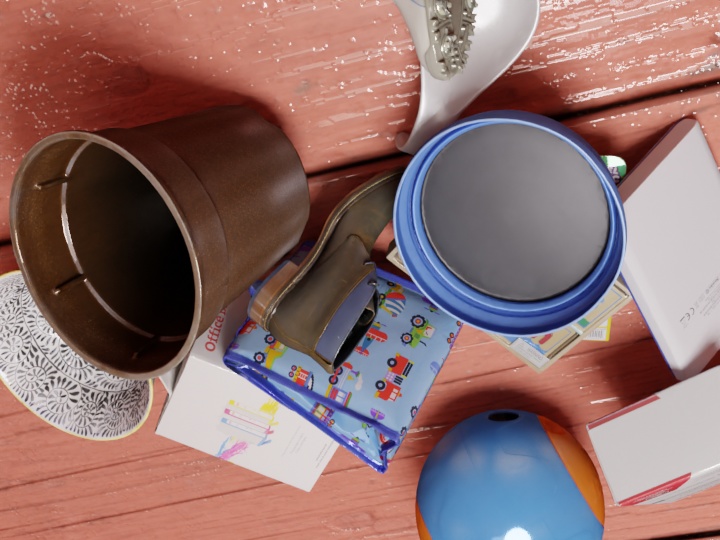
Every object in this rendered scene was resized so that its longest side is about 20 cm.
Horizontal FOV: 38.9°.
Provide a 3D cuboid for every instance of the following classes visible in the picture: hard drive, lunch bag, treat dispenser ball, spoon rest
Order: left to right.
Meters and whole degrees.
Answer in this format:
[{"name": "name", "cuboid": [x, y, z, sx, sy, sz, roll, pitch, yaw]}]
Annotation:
[{"name": "lunch bag", "cuboid": [-0.022, 0.064, 0.952, 0.198, 0.152, 0.095, 30, 151, 7]}, {"name": "spoon rest", "cuboid": [0.081, -0.174, 0.858, 0.098, 0.061, 0.202, 19, 126, -6]}, {"name": "treat dispenser ball", "cuboid": [0.154, 0.248, 1.061, 0.196, 0.202, 0.204, 3, 126, 4]}, {"name": "hard drive", "cuboid": [0.295, -0.015, 0.925, 0.132, 0.025, 0.201, -44, 119, -16]}]

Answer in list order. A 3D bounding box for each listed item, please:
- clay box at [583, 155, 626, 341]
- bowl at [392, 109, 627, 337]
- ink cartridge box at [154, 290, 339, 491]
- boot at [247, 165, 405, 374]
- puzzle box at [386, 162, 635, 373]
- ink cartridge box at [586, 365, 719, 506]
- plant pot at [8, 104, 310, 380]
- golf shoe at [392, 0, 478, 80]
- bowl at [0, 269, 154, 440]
[{"name": "clay box", "cuboid": [0.185, -0.028, 0.958, 0.112, 0.048, 0.203, 2, 124, 7]}, {"name": "bowl", "cuboid": [0.126, -0.040, 0.861, 0.197, 0.039, 0.204, 10, 122, 17]}, {"name": "ink cartridge box", "cuboid": [-0.110, 0.107, 1.032, 0.197, 0.130, 0.126, 23, 128, -10]}, {"name": "boot", "cuboid": [0.000, 0.000, 0.917, 0.097, 0.200, 0.075, 39, 168, 22]}, {"name": "puzzle box", "cuboid": [0.139, -0.001, 0.940, 0.199, 0.026, 0.133, 36, 124, -14]}, {"name": "ink cartridge box", "cuboid": [0.327, 0.167, 1.000, 0.143, 0.085, 0.199, -29, 156, 23]}, {"name": "plant pot", "cuboid": [-0.153, -0.042, 0.862, 0.197, 0.198, 0.204, 13, 117, 28]}, {"name": "golf shoe", "cuboid": [0.032, -0.245, 0.792, 0.096, 0.078, 0.204, -5, 101, 34]}, {"name": "bowl", "cuboid": [-0.273, 0.062, 1.025, 0.197, 0.095, 0.204, 12, 126, 18]}]
